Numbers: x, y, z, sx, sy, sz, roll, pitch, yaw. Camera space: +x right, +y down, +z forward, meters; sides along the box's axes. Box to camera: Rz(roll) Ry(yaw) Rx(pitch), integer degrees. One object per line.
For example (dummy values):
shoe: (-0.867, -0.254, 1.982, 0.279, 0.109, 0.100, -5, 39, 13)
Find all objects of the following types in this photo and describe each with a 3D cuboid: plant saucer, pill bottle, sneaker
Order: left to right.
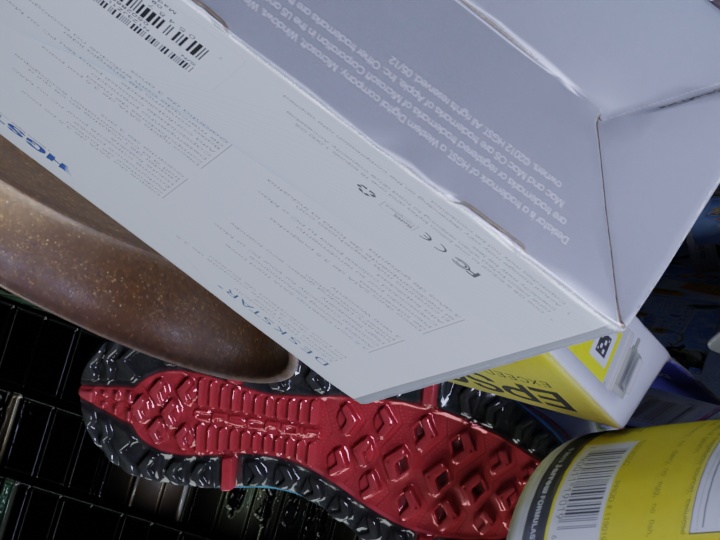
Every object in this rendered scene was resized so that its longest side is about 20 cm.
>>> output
plant saucer: (-0.101, -0.028, 0.797, 0.199, 0.037, 0.201, 26, 165, 8)
sneaker: (-0.003, 0.049, 0.970, 0.199, 0.080, 0.096, 17, -158, 10)
pill bottle: (0.152, 0.100, 0.798, 0.199, 0.113, 0.112, -9, 158, 40)

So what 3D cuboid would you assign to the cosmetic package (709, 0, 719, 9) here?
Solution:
cosmetic package: (0.098, -0.085, 0.624, 0.199, 0.052, 0.151, 20, 175, -28)

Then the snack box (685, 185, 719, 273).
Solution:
snack box: (0.155, -0.030, 0.937, 0.071, 0.025, 0.200, -5, 169, 10)

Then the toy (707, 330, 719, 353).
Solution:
toy: (0.232, 0.009, 0.955, 0.199, 0.047, 0.115, 23, 125, -35)

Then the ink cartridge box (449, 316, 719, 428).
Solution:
ink cartridge box: (0.000, 0.000, 0.863, 0.197, 0.047, 0.200, 13, 158, 38)

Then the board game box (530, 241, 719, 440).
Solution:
board game box: (0.122, 0.030, 1.041, 0.199, 0.041, 0.199, -28, -155, -37)

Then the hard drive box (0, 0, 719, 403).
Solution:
hard drive box: (-0.012, -0.048, 0.615, 0.156, 0.077, 0.200, 37, 164, -9)
